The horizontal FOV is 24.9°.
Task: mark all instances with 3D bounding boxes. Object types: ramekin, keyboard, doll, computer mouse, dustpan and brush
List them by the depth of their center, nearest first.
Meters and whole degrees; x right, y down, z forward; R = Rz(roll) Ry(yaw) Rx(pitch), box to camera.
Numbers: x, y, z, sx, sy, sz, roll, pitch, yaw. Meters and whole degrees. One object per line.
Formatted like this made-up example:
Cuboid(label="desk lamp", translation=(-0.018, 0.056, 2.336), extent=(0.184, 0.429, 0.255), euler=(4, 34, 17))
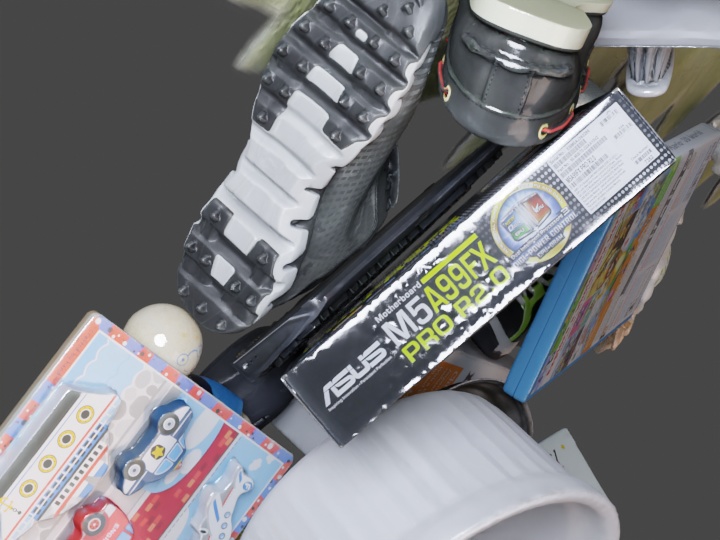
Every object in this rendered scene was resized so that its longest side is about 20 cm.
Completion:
Cuboid(label="doll", translation=(-0.104, 0.105, 0.828), extent=(0.136, 0.048, 0.201), euler=(-23, 128, -42))
Cuboid(label="ramekin", translation=(0.028, 0.157, 0.848), extent=(0.200, 0.098, 0.201), euler=(-26, 142, -23))
Cuboid(label="keyboard", translation=(0.000, 0.000, 0.855), extent=(0.127, 0.021, 0.200), euler=(-38, -178, 46))
Cuboid(label="computer mouse", translation=(-0.100, 0.109, 0.891), extent=(0.200, 0.034, 0.059), euler=(-47, 156, -5))
Cuboid(label="dustpan and brush", translation=(0.168, -0.134, 0.930), extent=(0.200, 0.139, 0.057), euler=(-64, 152, -60))

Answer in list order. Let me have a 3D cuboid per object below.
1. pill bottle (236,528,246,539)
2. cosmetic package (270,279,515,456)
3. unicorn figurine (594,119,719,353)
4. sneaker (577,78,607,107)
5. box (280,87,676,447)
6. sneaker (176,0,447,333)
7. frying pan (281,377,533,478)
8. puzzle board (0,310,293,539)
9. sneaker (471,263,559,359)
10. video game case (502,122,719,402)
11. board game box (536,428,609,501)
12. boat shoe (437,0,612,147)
Cuboid(label="pill bottle", translation=(-0.034, 0.203, 0.981), extent=(0.199, 0.113, 0.113), euler=(-16, 142, -23))
Cuboid(label="cosmetic package", translation=(0.028, 0.075, 1.009), extent=(0.102, 0.071, 0.200), euler=(-53, 155, 7))
Cuboid(label="unicorn figurine", translation=(0.214, -0.034, 1.179), extent=(0.137, 0.074, 0.200), euler=(-44, 170, -34))
Cuboid(label="sneaker", translation=(0.135, -0.067, 0.990), extent=(0.080, 0.070, 0.200), euler=(-49, 156, 5))
Cuboid(label="box", translation=(0.053, -0.004, 0.796), extent=(0.200, 0.044, 0.160), euler=(-41, -178, 3))
Cuboid(label="sneaker", translation=(-0.012, -0.059, 0.770), extent=(0.090, 0.066, 0.200), euler=(-14, 141, -56))
Cuboid(label="frying pan", translation=(0.023, 0.126, 0.930), extent=(0.189, 0.031, 0.115), euler=(-23, 124, -29))
Cuboid(label="puzzle board", translation=(-0.134, 0.136, 0.767), extent=(0.200, 0.017, 0.151), euler=(-53, 132, -5))
Cuboid(label="sneaker", translation=(0.102, 0.001, 1.028), extent=(0.083, 0.072, 0.200), euler=(-46, 167, 14))
Cuboid(label="video game case", translation=(0.155, -0.010, 0.985), extent=(0.200, 0.018, 0.144), euler=(-27, 143, -60))
Cuboid(label="board game box", translation=(0.057, 0.198, 1.152), extent=(0.147, 0.064, 0.200), euler=(-23, 170, -46))
Cuboid(label="boat shoe", translation=(0.075, -0.110, 0.769), extent=(0.201, 0.073, 0.063), euler=(-63, 173, -68))
